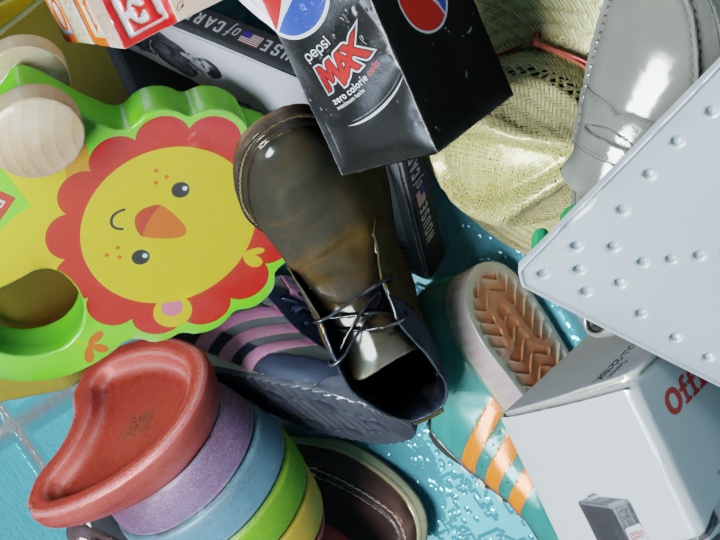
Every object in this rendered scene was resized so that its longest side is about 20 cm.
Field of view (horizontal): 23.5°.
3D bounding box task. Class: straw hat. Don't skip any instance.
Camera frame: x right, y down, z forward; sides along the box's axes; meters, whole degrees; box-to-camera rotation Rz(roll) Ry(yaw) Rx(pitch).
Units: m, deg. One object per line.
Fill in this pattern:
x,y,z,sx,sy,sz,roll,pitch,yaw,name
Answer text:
0.083,-0.064,0.851,0.201,0.085,0.202,18,124,30,straw hat

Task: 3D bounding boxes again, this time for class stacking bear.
-0.071,0.142,0.984,0.114,0.122,0.200,-18,127,34,stacking bear

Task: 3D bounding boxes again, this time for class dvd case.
-0.051,-0.079,0.943,0.200,0.025,0.150,25,155,24,dvd case

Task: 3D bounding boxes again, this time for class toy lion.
-0.136,-0.018,0.904,0.191,0.069,0.200,27,113,-32,toy lion

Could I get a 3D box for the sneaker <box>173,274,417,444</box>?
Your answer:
-0.040,0.041,0.998,0.200,0.082,0.070,14,156,37,sneaker

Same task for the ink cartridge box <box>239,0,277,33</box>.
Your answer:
-0.017,-0.231,0.836,0.146,0.083,0.200,42,133,11,ink cartridge box

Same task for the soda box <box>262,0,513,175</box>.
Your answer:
-0.009,-0.148,0.771,0.063,0.071,0.200,-11,110,45,soda box

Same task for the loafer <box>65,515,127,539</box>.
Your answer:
-0.102,0.199,1.117,0.200,0.063,0.072,40,163,-14,loafer

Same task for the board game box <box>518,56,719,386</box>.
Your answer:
0.201,-0.021,0.718,0.200,0.026,0.200,26,131,-19,board game box

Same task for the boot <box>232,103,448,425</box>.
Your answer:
0.000,0.000,0.857,0.097,0.075,0.200,60,-179,31,boot

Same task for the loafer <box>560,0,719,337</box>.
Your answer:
0.124,-0.052,0.756,0.070,0.070,0.200,29,141,36,loafer

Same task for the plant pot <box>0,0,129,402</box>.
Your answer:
-0.226,-0.031,1.046,0.195,0.194,0.200,-14,116,41,plant pot

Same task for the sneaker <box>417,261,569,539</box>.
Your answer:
0.089,0.094,0.952,0.080,0.071,0.200,-26,92,48,sneaker

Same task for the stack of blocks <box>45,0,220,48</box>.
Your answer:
-0.111,-0.165,0.791,0.115,0.058,0.200,66,163,-18,stack of blocks

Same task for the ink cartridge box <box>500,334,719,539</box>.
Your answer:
0.172,0.116,0.843,0.084,0.144,0.200,-18,102,42,ink cartridge box

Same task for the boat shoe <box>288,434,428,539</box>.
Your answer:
-0.054,0.139,1.079,0.200,0.072,0.072,23,126,26,boat shoe
